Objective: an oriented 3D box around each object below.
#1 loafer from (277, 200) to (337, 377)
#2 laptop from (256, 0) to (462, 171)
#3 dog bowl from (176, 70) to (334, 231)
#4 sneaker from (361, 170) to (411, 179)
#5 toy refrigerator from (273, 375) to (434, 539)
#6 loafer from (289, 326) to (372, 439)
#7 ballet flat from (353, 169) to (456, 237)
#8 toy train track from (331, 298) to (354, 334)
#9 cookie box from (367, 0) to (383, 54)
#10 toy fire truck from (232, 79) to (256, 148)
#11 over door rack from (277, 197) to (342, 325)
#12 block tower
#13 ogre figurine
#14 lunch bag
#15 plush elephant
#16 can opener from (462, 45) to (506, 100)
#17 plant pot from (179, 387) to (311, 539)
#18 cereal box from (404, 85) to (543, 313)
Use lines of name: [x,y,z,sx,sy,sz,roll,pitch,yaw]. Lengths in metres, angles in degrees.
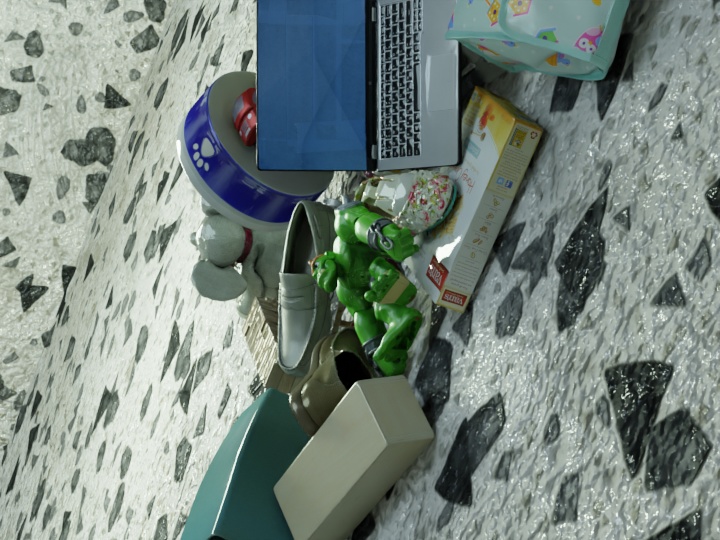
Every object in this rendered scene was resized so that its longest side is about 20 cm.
loafer: [-0.068,0.019,1.679,0.069,0.070,0.203,-2,75,36]
laptop: [-0.003,-0.200,1.517,0.199,0.115,0.190,0,91,48]
dog bowl: [-0.132,-0.154,1.880,0.079,0.199,0.202,-44,33,38]
sneaker: [0.048,-0.133,1.667,0.200,0.074,0.091,-150,81,-79]
toy refrigerator: [-0.007,0.197,1.498,0.201,0.069,0.076,-55,52,40]
loafer: [-0.016,0.115,1.574,0.067,0.077,0.200,-26,15,21]
ballet flat: [0.038,-0.072,1.538,0.200,0.063,0.076,170,120,-73]
toy train track: [0.000,0.000,1.705,0.115,0.032,0.202,102,-178,-77]
cookie box: [0.002,-0.236,1.698,0.200,0.075,0.171,-44,-12,32]
toy fire truck: [-0.088,-0.222,1.870,0.142,0.198,0.049,59,135,28]
over door rack: [-0.045,-0.009,1.823,0.200,0.066,0.149,169,121,-82]
block tower: [-0.107,0.097,1.895,0.058,0.053,0.200,-67,20,13]
ogre figurine: [0.012,0.010,1.518,0.098,0.201,0.120,-35,52,-7]
lunch bag: [0.185,-0.269,1.350,0.200,0.121,0.172,20,89,62]
plush elephant: [-0.168,-0.031,2.016,0.200,0.153,0.167,-7,65,69]
can opener: [0.121,-0.221,1.596,0.066,0.053,0.200,-42,5,-32]
plant pot: [-0.100,0.247,1.635,0.141,0.140,0.202,-43,27,53]
cereal box: [0.110,-0.074,1.488,0.202,0.039,0.144,-67,19,13]
